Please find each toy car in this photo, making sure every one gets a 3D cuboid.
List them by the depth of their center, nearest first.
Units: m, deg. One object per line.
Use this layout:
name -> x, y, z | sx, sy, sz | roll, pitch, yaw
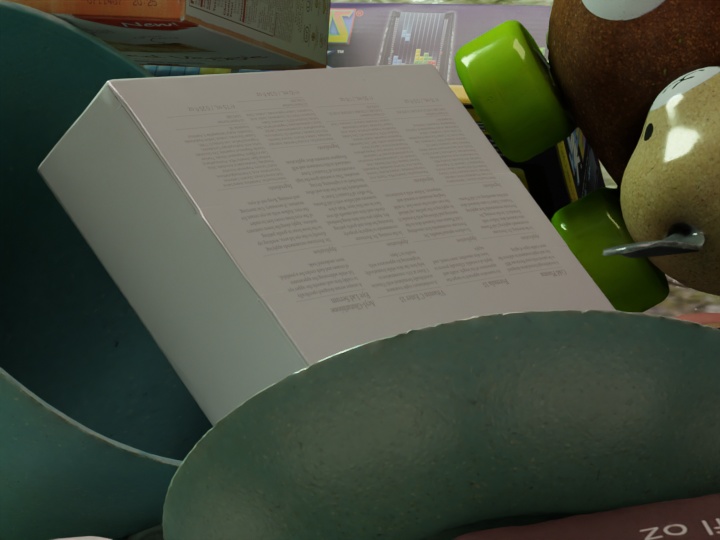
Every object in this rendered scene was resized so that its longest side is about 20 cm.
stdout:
toy car -> 0.135, -0.053, 1.058 | 0.164, 0.158, 0.200 | -29, 10, 11

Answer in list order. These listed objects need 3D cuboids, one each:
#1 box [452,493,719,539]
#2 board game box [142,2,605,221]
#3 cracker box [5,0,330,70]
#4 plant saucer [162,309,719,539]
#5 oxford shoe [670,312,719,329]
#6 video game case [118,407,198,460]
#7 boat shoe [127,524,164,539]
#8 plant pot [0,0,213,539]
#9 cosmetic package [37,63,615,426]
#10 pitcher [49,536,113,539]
box -> 0.121, 0.173, 0.714 | 0.165, 0.165, 0.200 | -7, 24, -8
board game box -> 0.004, -0.056, 1.268 | 0.199, 0.165, 0.057 | 3, 60, 14
cracker box -> -0.101, -0.117, 1.113 | 0.134, 0.058, 0.200 | 4, -1, 15
plant saucer -> 0.043, 0.082, 0.818 | 0.200, 0.201, 0.039 | -6, 55, -4
oxford shoe -> 0.140, 0.061, 0.970 | 0.199, 0.071, 0.075 | -10, 46, -16
video game case -> -0.028, 0.031, 1.120 | 0.181, 0.023, 0.200 | -19, 28, -32
boat shoe -> -0.036, 0.146, 0.927 | 0.072, 0.066, 0.200 | -10, 25, -16
plant pot -> -0.130, 0.023, 0.984 | 0.200, 0.135, 0.200 | 32, 33, -24
cosmetic package -> 0.000, 0.000, 0.988 | 0.151, 0.052, 0.200 | 53, 30, 19
pitcher -> -0.143, 0.169, 0.839 | 0.171, 0.121, 0.200 | 4, 36, 46
